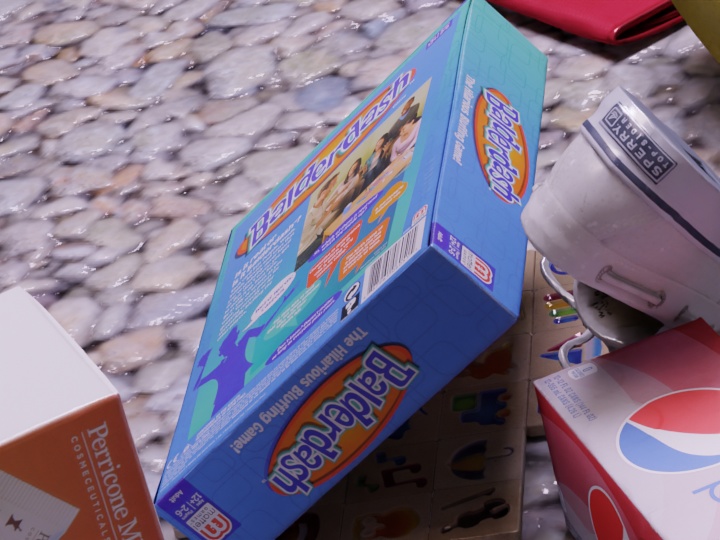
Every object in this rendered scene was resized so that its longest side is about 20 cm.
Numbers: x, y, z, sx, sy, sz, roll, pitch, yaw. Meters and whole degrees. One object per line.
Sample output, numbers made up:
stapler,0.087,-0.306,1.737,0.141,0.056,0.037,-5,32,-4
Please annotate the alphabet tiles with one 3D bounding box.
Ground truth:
alphabet tiles,0.016,0.051,1.101,0.166,0.008,0.200,-9,29,10

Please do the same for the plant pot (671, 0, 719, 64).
plant pot,0.207,-0.139,1.189,0.199,0.200,0.143,-10,55,9

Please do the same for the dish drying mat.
dish drying mat,0.091,-0.149,1.410,0.077,0.018,0.200,-28,32,-24

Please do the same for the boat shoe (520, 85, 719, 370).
boat shoe,0.101,0.002,1.021,0.086,0.202,0.075,-44,70,7

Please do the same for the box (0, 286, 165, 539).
box,-0.169,0.112,0.957,0.199,0.125,0.097,-25,30,-17

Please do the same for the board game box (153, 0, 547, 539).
board game box,0.000,0.000,1.066,0.152,0.045,0.200,-43,18,27

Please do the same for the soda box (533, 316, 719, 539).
soda box,0.125,0.092,0.918,0.070,0.064,0.200,-20,28,-10
